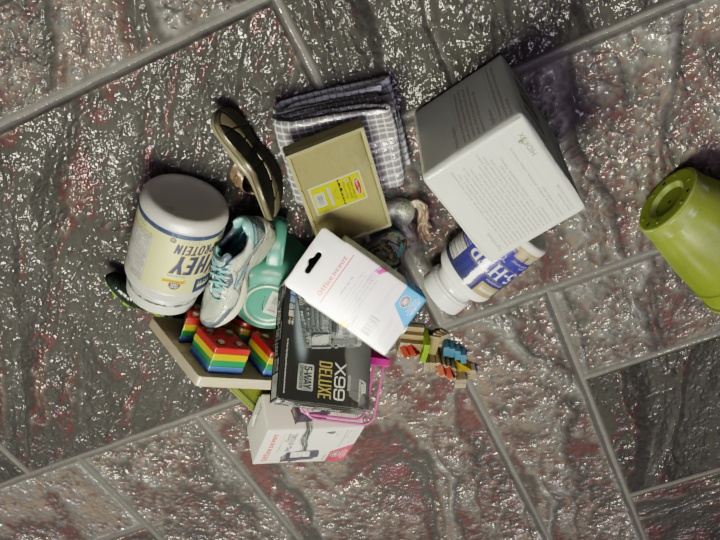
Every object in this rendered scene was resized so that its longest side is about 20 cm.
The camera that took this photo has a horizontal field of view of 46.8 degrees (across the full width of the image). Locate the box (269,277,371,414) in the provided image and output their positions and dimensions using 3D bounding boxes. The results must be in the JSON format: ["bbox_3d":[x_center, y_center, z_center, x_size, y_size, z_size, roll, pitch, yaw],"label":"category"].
[{"bbox_3d":[-0.061,0.125,1.354,0.156,0.202,0.050,11,158,-20],"label":"box"}]

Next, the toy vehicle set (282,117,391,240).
[{"bbox_3d":[-0.032,-0.127,1.282,0.123,0.027,0.201,-20,134,-1],"label":"toy vehicle set"}]

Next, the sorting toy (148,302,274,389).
[{"bbox_3d":[-0.232,0.122,1.443,0.199,0.198,0.070,10,110,-43],"label":"sorting toy"}]

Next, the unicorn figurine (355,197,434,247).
[{"bbox_3d":[0.023,-0.085,1.409,0.198,0.074,0.138,-14,128,-12],"label":"unicorn figurine"}]

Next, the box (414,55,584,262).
[{"bbox_3d":[0.205,-0.169,1.262,0.170,0.200,0.200,-30,123,20],"label":"box"}]

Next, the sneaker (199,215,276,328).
[{"bbox_3d":[-0.219,-0.004,1.350,0.202,0.077,0.086,-64,155,2],"label":"sneaker"}]

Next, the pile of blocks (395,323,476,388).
[{"bbox_3d":[0.154,0.168,1.604,0.199,0.062,0.082,27,122,-21],"label":"pile of blocks"}]

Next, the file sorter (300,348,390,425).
[{"bbox_3d":[-0.054,0.191,1.495,0.138,0.200,0.127,10,93,-19],"label":"file sorter"}]

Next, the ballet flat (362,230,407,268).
[{"bbox_3d":[0.000,0.000,1.404,0.072,0.073,0.200,35,138,-25],"label":"ballet flat"}]

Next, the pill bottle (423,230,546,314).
[{"bbox_3d":[0.208,-0.018,1.429,0.119,0.120,0.200,34,119,-25],"label":"pill bottle"}]

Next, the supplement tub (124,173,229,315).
[{"bbox_3d":[-0.308,-0.041,1.374,0.144,0.146,0.201,15,126,-13],"label":"supplement tub"}]

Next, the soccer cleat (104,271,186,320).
[{"bbox_3d":[-0.363,0.046,1.496,0.199,0.068,0.081,35,109,-32],"label":"soccer cleat"}]

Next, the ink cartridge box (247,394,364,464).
[{"bbox_3d":[-0.112,0.312,1.648,0.198,0.085,0.145,2,141,-21],"label":"ink cartridge box"}]

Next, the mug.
[{"bbox_3d":[-0.163,0.014,1.440,0.151,0.115,0.186,-19,126,12],"label":"mug"}]

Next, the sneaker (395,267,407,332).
[{"bbox_3d":[0.056,0.060,1.509,0.079,0.079,0.201,12,137,-6],"label":"sneaker"}]

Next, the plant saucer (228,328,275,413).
[{"bbox_3d":[-0.182,0.203,1.626,0.198,0.048,0.200,-27,124,18],"label":"plant saucer"}]

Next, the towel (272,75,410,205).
[{"bbox_3d":[-0.027,-0.196,1.304,0.198,0.086,0.167,-10,128,6],"label":"towel"}]

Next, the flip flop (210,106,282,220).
[{"bbox_3d":[-0.186,-0.168,1.330,0.057,0.082,0.201,-13,127,29],"label":"flip flop"}]

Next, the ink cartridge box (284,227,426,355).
[{"bbox_3d":[-0.010,0.027,1.315,0.199,0.068,0.116,35,99,-10],"label":"ink cartridge box"}]

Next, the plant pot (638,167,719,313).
[{"bbox_3d":[0.576,-0.066,1.378,0.192,0.201,0.201,34,120,-11],"label":"plant pot"}]
